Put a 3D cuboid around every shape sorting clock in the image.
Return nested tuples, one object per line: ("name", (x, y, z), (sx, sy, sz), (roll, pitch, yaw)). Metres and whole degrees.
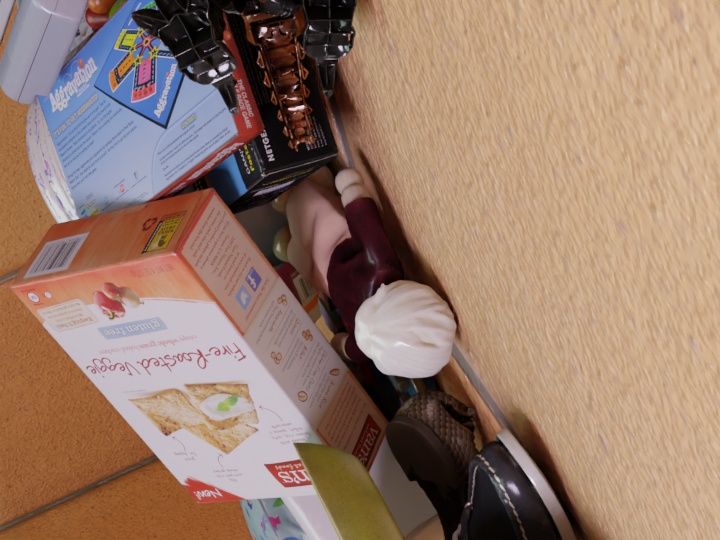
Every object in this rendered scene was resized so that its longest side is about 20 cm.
("shape sorting clock", (0.012, 0.066, 1.058), (0.200, 0.039, 0.201), (156, 90, -82))

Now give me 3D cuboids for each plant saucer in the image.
("plant saucer", (0.021, 0.176, 0.832), (0.201, 0.031, 0.200), (62, 174, 12))

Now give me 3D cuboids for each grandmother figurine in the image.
("grandmother figurine", (0.000, 0.000, 0.896), (0.200, 0.060, 0.122), (-131, 26, -57))

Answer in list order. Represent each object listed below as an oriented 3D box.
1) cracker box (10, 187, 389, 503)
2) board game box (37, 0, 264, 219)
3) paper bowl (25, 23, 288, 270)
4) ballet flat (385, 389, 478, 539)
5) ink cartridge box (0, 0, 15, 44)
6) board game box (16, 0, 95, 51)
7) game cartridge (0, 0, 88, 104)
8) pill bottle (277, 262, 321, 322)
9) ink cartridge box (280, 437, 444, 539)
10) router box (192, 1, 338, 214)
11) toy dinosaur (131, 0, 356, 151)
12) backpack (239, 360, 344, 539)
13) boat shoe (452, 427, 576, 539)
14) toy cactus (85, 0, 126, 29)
("cracker box", (-0.091, 0.052, 0.907), (0.200, 0.133, 0.058), (54, -137, -31))
("board game box", (-0.124, -0.090, 0.870), (0.200, 0.019, 0.104), (-27, 81, 54))
("paper bowl", (-0.114, -0.081, 1.037), (0.200, 0.104, 0.201), (34, -142, -31))
("ballet flat", (0.071, 0.149, 0.919), (0.067, 0.046, 0.201), (6, 131, 45))
("ink cartridge box", (-0.209, -0.192, 0.916), (0.200, 0.037, 0.095), (132, 152, -60))
("board game box", (-0.187, -0.181, 1.273), (0.200, 0.147, 0.064), (78, 168, -54))
("game cartridge", (-0.160, -0.209, 0.891), (0.133, 0.041, 0.201), (130, 154, -63))
("pill bottle", (-0.108, -0.042, 1.261), (0.114, 0.114, 0.201), (-130, 18, -63))
("ink cartridge box", (-0.020, 0.132, 1.062), (0.200, 0.084, 0.145), (52, 172, 26))
("router box", (-0.083, -0.139, 0.891), (0.149, 0.051, 0.201), (155, 98, -70))
("toy dinosaur", (-0.045, -0.149, 0.744), (0.200, 0.102, 0.136), (50, -163, -33))
("backpack", (-0.013, 0.196, 1.241), (0.178, 0.150, 0.201), (55, 171, 48))
("boat shoe", (0.075, 0.155, 0.815), (0.074, 0.060, 0.200), (59, 170, 33))
("toy cactus", (-0.142, -0.241, 1.041), (0.165, 0.102, 0.201), (30, 123, 37))
